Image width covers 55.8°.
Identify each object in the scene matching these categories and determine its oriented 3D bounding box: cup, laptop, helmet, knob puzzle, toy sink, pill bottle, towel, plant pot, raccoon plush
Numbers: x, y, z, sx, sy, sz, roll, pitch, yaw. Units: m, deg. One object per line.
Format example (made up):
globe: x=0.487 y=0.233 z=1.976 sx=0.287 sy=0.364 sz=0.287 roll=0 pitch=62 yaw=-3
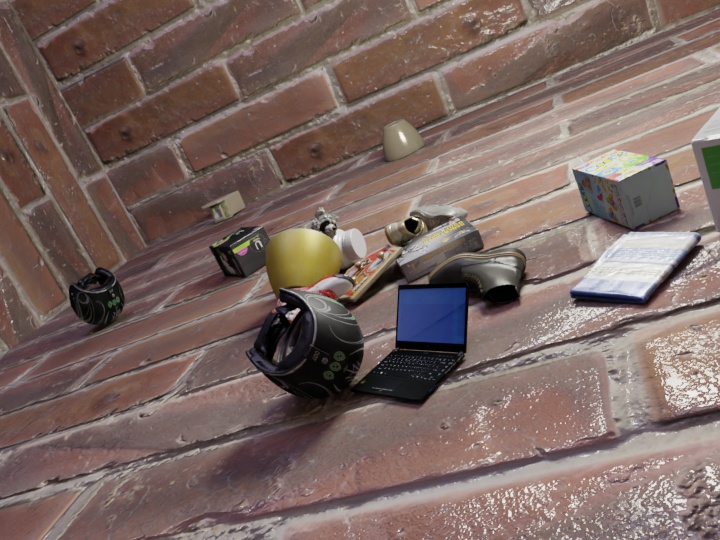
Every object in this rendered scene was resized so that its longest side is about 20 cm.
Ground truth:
cup: x=0.178 y=-0.604 z=3.098 sx=0.199 sy=0.144 sz=0.201 roll=-23 pitch=18 yaw=8
laptop: x=0.083 y=0.117 z=1.162 sx=0.200 sy=0.104 sz=0.176 roll=-38 pitch=20 yaw=-34
helmet: x=-0.088 y=0.133 z=1.212 sx=0.198 sy=0.190 sz=0.202 roll=-13 pitch=65 yaw=29
knob puzzle: x=0.000 y=0.000 z=1.676 sx=0.219 sy=0.030 sz=0.220 roll=-38 pitch=16 yaw=13
toy sink: x=-0.741 y=-0.338 z=3.687 sx=0.129 sy=0.113 sz=0.200 roll=-16 pitch=14 yaw=29
pill bottle: x=-0.088 y=-0.048 z=1.886 sx=0.198 sy=0.113 sz=0.112 roll=-16 pitch=19 yaw=27
towel: x=0.457 y=-0.007 z=1.132 sx=0.200 sy=0.024 sz=0.146 roll=-38 pitch=23 yaw=-29
plant pot: x=-0.147 y=0.016 z=1.698 sx=0.198 sy=0.200 sz=0.143 roll=-18 pitch=44 yaw=22
raccoon plush: x=-0.144 y=-0.095 z=1.813 sx=0.198 sy=0.135 sz=0.097 roll=4 pitch=-14 yaw=31
helmet: x=-0.986 y=0.109 z=2.552 sx=0.198 sy=0.192 sz=0.201 roll=5 pitch=36 yaw=-4

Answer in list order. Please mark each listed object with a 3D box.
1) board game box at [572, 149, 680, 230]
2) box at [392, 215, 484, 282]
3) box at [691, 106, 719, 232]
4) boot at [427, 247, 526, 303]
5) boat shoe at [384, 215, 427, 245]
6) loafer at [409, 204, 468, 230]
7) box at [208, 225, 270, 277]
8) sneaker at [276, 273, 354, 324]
board game box: x=0.527 y=-0.168 z=1.366 sx=0.102 sy=0.106 sz=0.200 roll=-25 pitch=18 yaw=-1
box: x=0.180 y=-0.054 z=1.626 sx=0.199 sy=0.049 sz=0.159 roll=-25 pitch=16 yaw=3
box: x=0.677 y=-0.187 z=1.090 sx=0.198 sy=0.172 sz=0.200 roll=-6 pitch=26 yaw=49
boot: x=0.216 y=0.024 z=1.307 sx=0.199 sy=0.078 sz=0.139 roll=-19 pitch=23 yaw=25
boat shoe: x=0.133 y=-0.106 z=1.741 sx=0.065 sy=0.073 sz=0.199 roll=-27 pitch=-8 yaw=29
loafer: x=0.208 y=-0.143 z=1.829 sx=0.069 sy=0.071 sz=0.199 roll=-26 pitch=21 yaw=-28
box: x=-0.411 y=-0.068 z=2.385 sx=0.148 sy=0.125 sz=0.199 roll=-36 pitch=20 yaw=-27
sneaker: x=-0.106 y=0.082 z=1.580 sx=0.200 sy=0.067 sz=0.109 roll=-15 pitch=46 yaw=20
